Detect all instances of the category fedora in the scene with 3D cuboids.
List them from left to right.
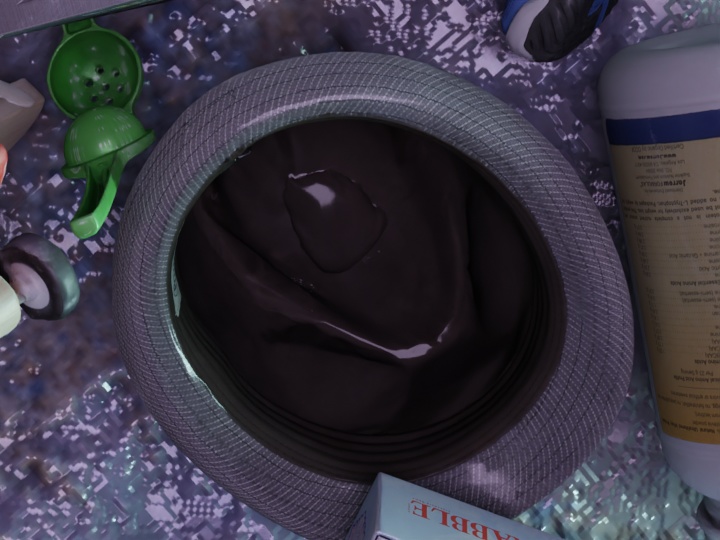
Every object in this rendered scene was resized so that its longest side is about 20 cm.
[{"bbox_3d":[0.000,0.000,0.824,0.177,0.090,0.200,-42,113,13],"label":"fedora"}]

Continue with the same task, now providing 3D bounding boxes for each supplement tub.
[{"bbox_3d":[0.174,0.005,0.830,0.144,0.144,0.201,-12,99,-6],"label":"supplement tub"}]

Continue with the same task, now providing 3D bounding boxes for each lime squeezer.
[{"bbox_3d":[-0.095,-0.067,0.796,0.038,0.201,0.071,-8,138,-7],"label":"lime squeezer"}]

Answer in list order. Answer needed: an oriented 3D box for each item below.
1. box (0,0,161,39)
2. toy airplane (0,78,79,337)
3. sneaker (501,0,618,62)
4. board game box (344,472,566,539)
[{"bbox_3d":[-0.014,-0.130,0.751,0.199,0.158,0.049,-12,97,17],"label":"box"},{"bbox_3d":[-0.201,-0.008,0.758,0.199,0.200,0.141,-32,99,4],"label":"toy airplane"},{"bbox_3d":[0.082,-0.180,0.842,0.077,0.076,0.201,15,96,15],"label":"sneaker"},{"bbox_3d":[0.059,0.194,0.850,0.199,0.041,0.200,21,118,-10],"label":"board game box"}]
